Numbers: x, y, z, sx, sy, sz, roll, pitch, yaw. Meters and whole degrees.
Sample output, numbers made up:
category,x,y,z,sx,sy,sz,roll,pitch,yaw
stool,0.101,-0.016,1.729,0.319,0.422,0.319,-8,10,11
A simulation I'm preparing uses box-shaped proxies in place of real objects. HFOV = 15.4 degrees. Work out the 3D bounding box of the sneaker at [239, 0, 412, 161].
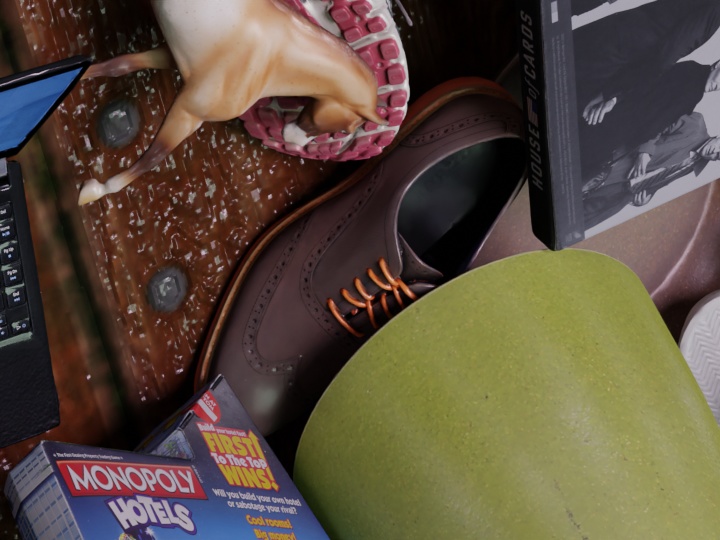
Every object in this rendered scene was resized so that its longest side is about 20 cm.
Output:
category,x,y,z,sx,sy,sz,roll,pitch,yaw
sneaker,-0.018,-0.132,1.122,0.080,0.075,0.201,1,128,10

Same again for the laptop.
category,x,y,z,sx,sy,sz,roll,pitch,yaw
laptop,-0.189,0.018,1.043,0.177,0.103,0.201,-19,118,-27

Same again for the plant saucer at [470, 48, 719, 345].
category,x,y,z,sx,sy,sz,roll,pitch,yaw
plant saucer,0.113,-0.040,1.272,0.199,0.034,0.201,-14,117,-30

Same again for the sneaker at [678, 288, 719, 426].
category,x,y,z,sx,sy,sz,roll,pitch,yaw
sneaker,0.209,0.082,1.353,0.073,0.116,0.201,-21,110,11

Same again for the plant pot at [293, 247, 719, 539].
category,x,y,z,sx,sy,sz,roll,pitch,yaw
plant pot,0.097,0.126,1.146,0.186,0.200,0.188,-21,141,-18

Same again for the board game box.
category,x,y,z,sx,sy,sz,roll,pitch,yaw
board game box,-0.067,0.135,1.099,0.062,0.200,0.200,-40,152,22

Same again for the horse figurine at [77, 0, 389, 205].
category,x,y,z,sx,sy,sz,roll,pitch,yaw
horse figurine,-0.084,-0.114,1.065,0.132,0.050,0.201,-19,118,11

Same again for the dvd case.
category,x,y,z,sx,sy,sz,roll,pitch,yaw
dvd case,0.157,-0.107,1.136,0.199,0.025,0.151,-25,132,-20

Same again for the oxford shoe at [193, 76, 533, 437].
category,x,y,z,sx,sy,sz,roll,pitch,yaw
oxford shoe,0.000,0.000,1.167,0.071,0.073,0.200,37,97,-18
